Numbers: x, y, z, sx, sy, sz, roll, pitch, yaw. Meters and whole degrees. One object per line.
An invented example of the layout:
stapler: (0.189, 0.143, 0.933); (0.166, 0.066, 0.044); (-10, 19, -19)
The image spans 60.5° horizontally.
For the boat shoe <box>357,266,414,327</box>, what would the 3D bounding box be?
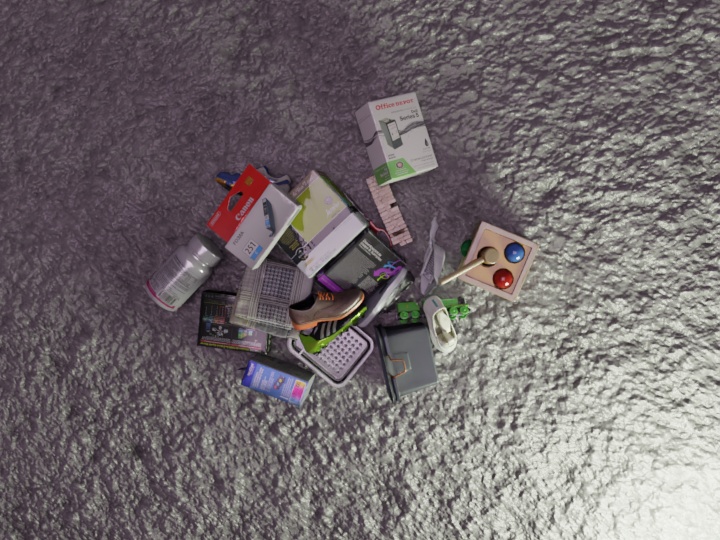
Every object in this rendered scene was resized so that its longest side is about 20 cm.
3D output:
boat shoe: (0.070, 0.079, 1.638); (0.066, 0.070, 0.200); (36, 93, -22)

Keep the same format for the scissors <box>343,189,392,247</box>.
scissors: (0.022, -0.134, 1.649); (0.073, 0.014, 0.201); (-22, 91, 9)

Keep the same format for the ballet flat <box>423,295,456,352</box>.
ballet flat: (0.212, 0.152, 1.580); (0.069, 0.070, 0.201); (-20, 125, 6)

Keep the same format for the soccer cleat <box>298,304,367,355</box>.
soccer cleat: (-0.074, 0.139, 1.612); (0.200, 0.068, 0.081); (-37, 78, 7)

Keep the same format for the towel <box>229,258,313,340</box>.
towel: (-0.227, 0.070, 1.618); (0.191, 0.035, 0.201); (16, 70, -11)

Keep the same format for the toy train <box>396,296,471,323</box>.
toy train: (0.191, 0.102, 1.627); (0.198, 0.042, 0.057); (-5, 62, -3)

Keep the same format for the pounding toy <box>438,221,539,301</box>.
pounding toy: (0.320, -0.020, 1.564); (0.199, 0.142, 0.185); (23, 96, 3)

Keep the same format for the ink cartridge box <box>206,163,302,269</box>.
ink cartridge box: (-0.271, -0.134, 1.530); (0.176, 0.045, 0.200); (38, 101, 4)

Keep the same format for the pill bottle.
pill bottle: (-0.470, 0.003, 1.653); (0.200, 0.113, 0.113); (-44, 90, 6)

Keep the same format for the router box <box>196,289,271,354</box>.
router box: (-0.336, 0.139, 1.676); (0.198, 0.062, 0.151); (7, 94, 5)

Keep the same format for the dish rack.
dish rack: (-0.080, 0.197, 1.668); (0.200, 0.044, 0.172); (39, 96, 1)

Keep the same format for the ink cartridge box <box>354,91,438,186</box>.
ink cartridge box: (0.090, -0.333, 1.563); (0.145, 0.084, 0.201); (-19, 93, -25)

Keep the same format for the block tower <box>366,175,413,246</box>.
block tower: (0.075, -0.159, 1.619); (0.054, 0.058, 0.201); (-24, 91, 6)

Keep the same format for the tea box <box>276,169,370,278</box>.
tea box: (-0.115, -0.122, 1.596); (0.200, 0.134, 0.197); (-42, 90, 10)

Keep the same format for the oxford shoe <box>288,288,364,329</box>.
oxford shoe: (-0.086, 0.085, 1.569); (0.199, 0.071, 0.073); (-23, 130, -8)

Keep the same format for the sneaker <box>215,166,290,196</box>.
sneaker: (-0.282, -0.239, 1.646); (0.199, 0.075, 0.089); (16, 84, -3)

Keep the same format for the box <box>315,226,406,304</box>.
box: (0.000, 0.000, 1.606); (0.200, 0.036, 0.143); (-42, 116, 18)

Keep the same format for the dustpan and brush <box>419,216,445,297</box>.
dustpan and brush: (0.186, -0.045, 1.601); (0.057, 0.140, 0.201); (22, 71, -2)

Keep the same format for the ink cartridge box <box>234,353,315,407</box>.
ink cartridge box: (-0.230, 0.282, 1.641); (0.199, 0.136, 0.077); (22, 91, 3)

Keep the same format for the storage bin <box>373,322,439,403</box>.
storage bin: (0.122, 0.228, 1.612); (0.133, 0.146, 0.201); (-14, 93, -4)
